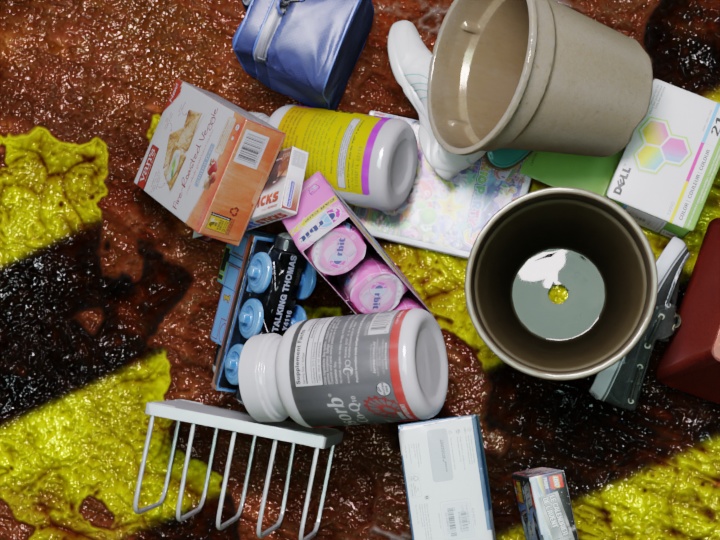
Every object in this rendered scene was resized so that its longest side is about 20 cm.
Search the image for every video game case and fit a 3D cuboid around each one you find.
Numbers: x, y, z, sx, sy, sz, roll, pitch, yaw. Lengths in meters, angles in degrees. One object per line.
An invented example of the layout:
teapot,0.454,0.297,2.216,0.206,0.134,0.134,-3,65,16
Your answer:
video game case,0.091,-0.094,1.730,0.200,0.018,0.143,13,86,7

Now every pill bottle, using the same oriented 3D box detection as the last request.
pill bottle,-0.043,-0.131,1.695,0.200,0.104,0.104,11,86,23
pill bottle,-0.018,0.105,1.575,0.200,0.116,0.116,-7,84,24

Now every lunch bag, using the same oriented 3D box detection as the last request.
lunch bag,-0.071,-0.270,1.672,0.132,0.200,0.136,23,85,5

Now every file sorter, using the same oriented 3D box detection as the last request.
file sorter,-0.135,0.222,1.668,0.200,0.139,0.125,10,88,8

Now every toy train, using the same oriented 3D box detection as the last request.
toy train,-0.116,0.049,1.695,0.087,0.114,0.200,10,98,-34

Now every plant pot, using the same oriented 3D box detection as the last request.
plant pot,0.199,-0.203,1.588,0.183,0.200,0.201,11,85,-26
plant pot,0.215,0.021,1.626,0.200,0.174,0.200,-1,84,6
plant pot,0.445,0.056,1.594,0.200,0.176,0.200,19,88,9

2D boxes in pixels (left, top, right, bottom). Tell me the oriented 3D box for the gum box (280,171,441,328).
gum box,0.000,0.000,1.639,0.066,0.114,0.200,-38,124,3

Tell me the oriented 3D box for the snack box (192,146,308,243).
snack box,-0.124,-0.081,1.662,0.024,0.200,0.072,19,72,-30

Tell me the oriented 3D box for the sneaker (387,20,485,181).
sneaker,0.092,-0.202,1.697,0.080,0.070,0.201,-29,69,22

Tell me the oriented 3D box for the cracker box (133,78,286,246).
cracker box,-0.172,-0.124,1.672,0.058,0.200,0.134,19,98,-33

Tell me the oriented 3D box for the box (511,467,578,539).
box,0.200,0.280,1.589,0.040,0.200,0.137,-12,84,-1

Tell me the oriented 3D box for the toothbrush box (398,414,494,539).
toothbrush box,0.095,0.231,1.607,0.085,0.200,0.147,-8,83,4

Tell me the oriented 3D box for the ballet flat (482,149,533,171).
ballet flat,0.193,-0.202,1.706,0.070,0.065,0.200,32,88,-15

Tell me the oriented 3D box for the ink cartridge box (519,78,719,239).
ink cartridge box,0.297,-0.140,1.673,0.200,0.076,0.148,22,84,5

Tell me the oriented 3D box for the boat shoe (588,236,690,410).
boat shoe,0.320,0.061,1.659,0.057,0.069,0.200,27,101,11
